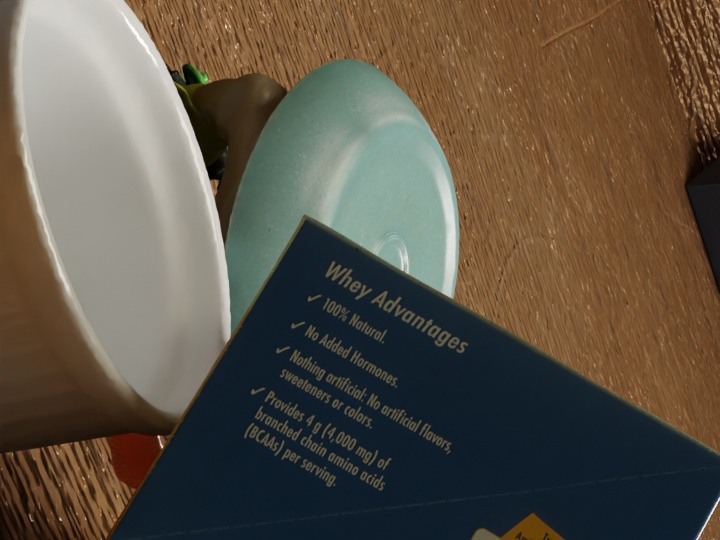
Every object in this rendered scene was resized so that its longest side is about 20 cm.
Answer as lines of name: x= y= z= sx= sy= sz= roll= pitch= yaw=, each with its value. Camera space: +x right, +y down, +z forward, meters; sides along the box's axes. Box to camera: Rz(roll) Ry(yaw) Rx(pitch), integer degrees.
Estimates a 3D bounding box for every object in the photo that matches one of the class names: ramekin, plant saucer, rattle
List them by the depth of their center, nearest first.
ramekin: x=-0.138 y=-0.020 z=1.066 sx=0.200 sy=0.098 sz=0.201 roll=-15 pitch=90 yaw=-74
rattle: x=-0.118 y=-0.018 z=1.192 sx=0.143 sy=0.130 sz=0.200 roll=40 pitch=63 yaw=-45
plant saucer: x=0.000 y=0.000 z=1.227 sx=0.200 sy=0.036 sz=0.200 roll=-26 pitch=120 yaw=-58

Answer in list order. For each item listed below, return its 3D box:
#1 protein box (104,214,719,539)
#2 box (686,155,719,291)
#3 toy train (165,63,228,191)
protein box: x=0.010 y=0.124 z=1.026 sx=0.200 sy=0.198 sz=0.135 roll=-59 pitch=174 yaw=-14
box: x=0.510 y=-0.068 z=3.128 sx=0.200 sy=0.104 sz=0.182 roll=-38 pitch=116 yaw=-44
toy train: x=-0.055 y=-0.020 z=1.324 sx=0.200 sy=0.042 sz=0.056 roll=56 pitch=-19 yaw=8
